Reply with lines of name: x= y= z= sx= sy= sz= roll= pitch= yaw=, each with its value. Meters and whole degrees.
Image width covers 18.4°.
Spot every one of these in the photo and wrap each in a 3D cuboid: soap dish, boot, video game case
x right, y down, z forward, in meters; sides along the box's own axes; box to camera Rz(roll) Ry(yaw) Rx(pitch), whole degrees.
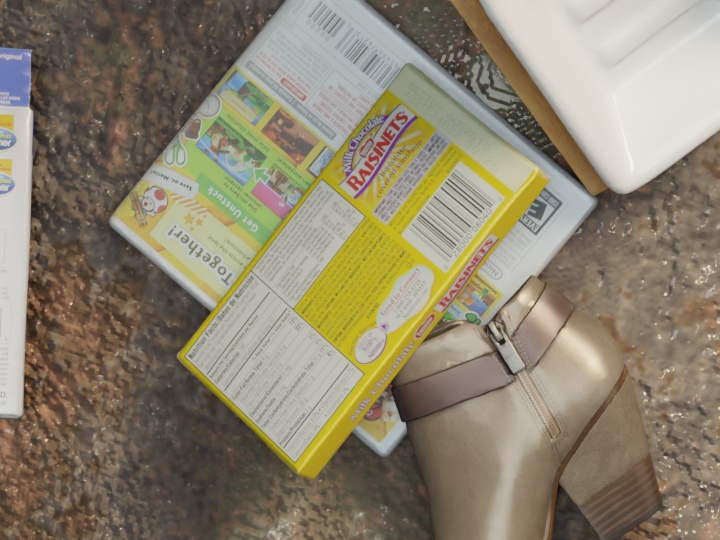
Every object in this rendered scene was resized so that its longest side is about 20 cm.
soap dish: x=0.134 y=-0.145 z=1.107 sx=0.157 sy=0.200 sz=0.081 roll=-36 pitch=47 yaw=6
boot: x=0.058 y=0.104 z=1.168 sx=0.199 sy=0.070 sz=0.147 roll=-34 pitch=95 yaw=-2
video game case: x=-0.005 y=-0.032 z=1.198 sx=0.200 sy=0.023 sz=0.182 roll=40 pitch=95 yaw=1

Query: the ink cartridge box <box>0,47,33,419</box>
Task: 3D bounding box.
ink cartridge box: x=-0.237 y=-0.021 z=1.189 sx=0.118 sy=0.042 sz=0.201 roll=2 pitch=87 yaw=-11

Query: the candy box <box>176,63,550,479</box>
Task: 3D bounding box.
candy box: x=0.000 y=0.000 z=1.156 sx=0.102 sy=0.026 sz=0.200 roll=42 pitch=96 yaw=30
